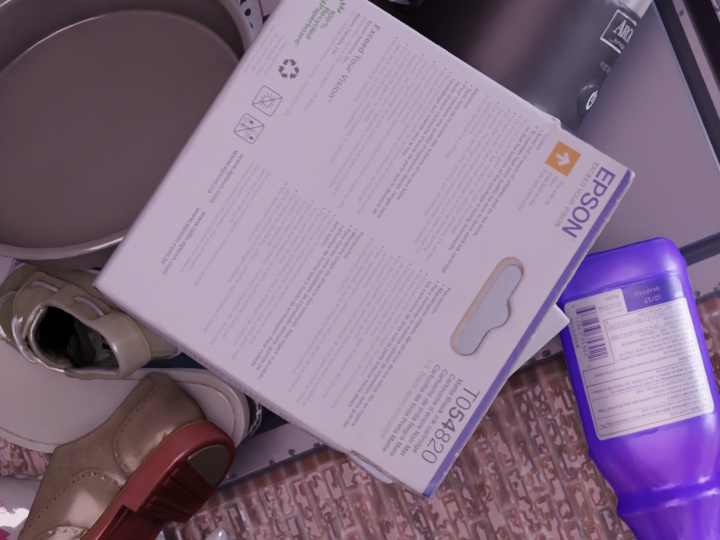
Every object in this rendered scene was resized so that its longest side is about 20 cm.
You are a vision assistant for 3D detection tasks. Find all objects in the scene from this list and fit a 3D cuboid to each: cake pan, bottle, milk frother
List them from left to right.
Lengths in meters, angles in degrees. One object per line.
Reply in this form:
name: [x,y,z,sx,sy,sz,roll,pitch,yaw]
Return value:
cake pan: [-0.146,-0.083,1.175,0.200,0.037,0.201,-8,56,12]
milk frother: [0.081,-0.202,1.220,0.200,0.181,0.188,31,95,0]
bottle: [0.169,0.084,1.255,0.083,0.065,0.201,-15,86,5]

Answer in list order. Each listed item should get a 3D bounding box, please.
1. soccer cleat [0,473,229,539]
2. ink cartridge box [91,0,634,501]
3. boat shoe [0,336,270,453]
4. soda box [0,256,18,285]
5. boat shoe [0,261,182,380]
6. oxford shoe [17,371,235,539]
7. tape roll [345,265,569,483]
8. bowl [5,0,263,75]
soccer cleat: [-0.172,0.149,1.293,0.200,0.070,0.087,26,81,1]
ink cartridge box: [0.002,-0.019,1.082,0.200,0.041,0.200,33,85,5]
boat shoe: [-0.149,0.068,1.289,0.199,0.062,0.075,2,102,21]
soda box: [-0.207,-0.019,1.288,0.199,0.064,0.068,7,131,6]
boat shoe: [-0.158,0.025,1.178,0.062,0.200,0.072,-28,103,-32]
oxford shoe: [-0.160,0.144,1.234,0.200,0.070,0.075,-43,60,4]
tape roll: [0.000,0.000,1.207,0.139,0.203,0.203,-42,84,2]
bowl: [-0.162,-0.142,1.287,0.200,0.094,0.201,0,88,5]
